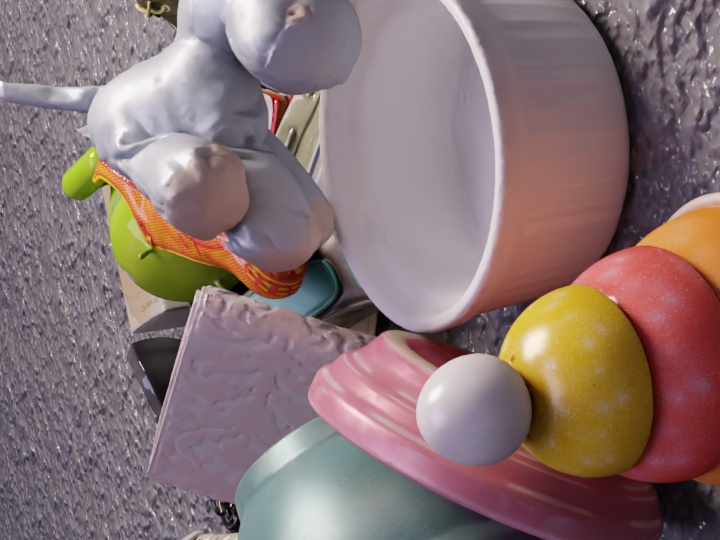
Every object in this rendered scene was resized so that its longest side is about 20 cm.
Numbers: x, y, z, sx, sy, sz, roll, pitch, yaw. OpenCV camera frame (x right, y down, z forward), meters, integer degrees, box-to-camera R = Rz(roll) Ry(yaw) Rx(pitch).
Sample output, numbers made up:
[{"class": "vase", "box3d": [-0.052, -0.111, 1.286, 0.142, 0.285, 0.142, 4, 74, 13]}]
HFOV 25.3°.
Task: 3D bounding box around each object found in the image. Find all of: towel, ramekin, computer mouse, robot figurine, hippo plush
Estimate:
[{"class": "towel", "box3d": [-0.030, 0.100, 1.046, 0.192, 0.198, 0.032, 113, 171, -46]}, {"class": "ramekin", "box3d": [0.063, -0.071, 0.906, 0.200, 0.097, 0.203, 23, 117, 58]}, {"class": "computer mouse", "box3d": [-0.118, 0.103, 1.182, 0.139, 0.052, 0.200, 60, 174, 26]}, {"class": "robot figurine", "box3d": [-0.132, -0.060, 1.220, 0.116, 0.174, 0.201, -52, 27, 32]}, {"class": "hippo plush", "box3d": [-0.067, -0.108, 0.934, 0.200, 0.159, 0.162, 35, 97, 36]}]

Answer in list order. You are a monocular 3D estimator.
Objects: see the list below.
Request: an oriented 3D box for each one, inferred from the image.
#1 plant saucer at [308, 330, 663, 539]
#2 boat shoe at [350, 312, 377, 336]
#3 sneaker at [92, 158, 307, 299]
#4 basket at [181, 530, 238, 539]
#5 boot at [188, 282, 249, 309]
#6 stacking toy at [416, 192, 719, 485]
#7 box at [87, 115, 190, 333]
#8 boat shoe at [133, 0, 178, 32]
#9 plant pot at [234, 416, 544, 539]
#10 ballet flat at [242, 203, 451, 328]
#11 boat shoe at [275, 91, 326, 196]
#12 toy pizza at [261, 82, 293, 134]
[{"class": "plant saucer", "box3d": [0.072, 0.084, 0.848, 0.200, 0.199, 0.051, 32, 101, 55]}, {"class": "boat shoe", "box3d": [-0.027, -0.026, 1.148, 0.062, 0.072, 0.202, -10, -96, -75]}, {"class": "sneaker", "box3d": [-0.106, -0.036, 1.087, 0.200, 0.073, 0.078, 42, 122, 34]}, {"class": "basket", "box3d": [-0.092, 0.308, 1.202, 0.201, 0.135, 0.123, 57, 145, -8]}, {"class": "boot", "box3d": [-0.077, 0.092, 1.237, 0.204, 0.073, 0.155, -129, 26, -66]}, {"class": "stacking toy", "box3d": [0.112, 0.045, 0.736, 0.146, 0.198, 0.148, 23, 117, 58]}, {"class": "box", "box3d": [-0.165, -0.057, 1.357, 0.095, 0.077, 0.202, -31, 70, 60]}, {"class": "boat shoe", "box3d": [-0.158, -0.232, 1.238, 0.072, 0.059, 0.201, 4, 129, 56]}, {"class": "plant pot", "box3d": [0.004, 0.165, 0.957, 0.135, 0.199, 0.201, 58, 144, 27]}, {"class": "ballet flat", "box3d": [0.000, 0.000, 1.069, 0.199, 0.063, 0.068, -30, 72, 29]}, {"class": "boat shoe", "box3d": [-0.013, -0.124, 1.009, 0.062, 0.072, 0.202, 22, 101, 12]}, {"class": "toy pizza", "box3d": [-0.053, -0.125, 1.090, 0.199, 0.032, 0.202, 2, 94, 34]}]
